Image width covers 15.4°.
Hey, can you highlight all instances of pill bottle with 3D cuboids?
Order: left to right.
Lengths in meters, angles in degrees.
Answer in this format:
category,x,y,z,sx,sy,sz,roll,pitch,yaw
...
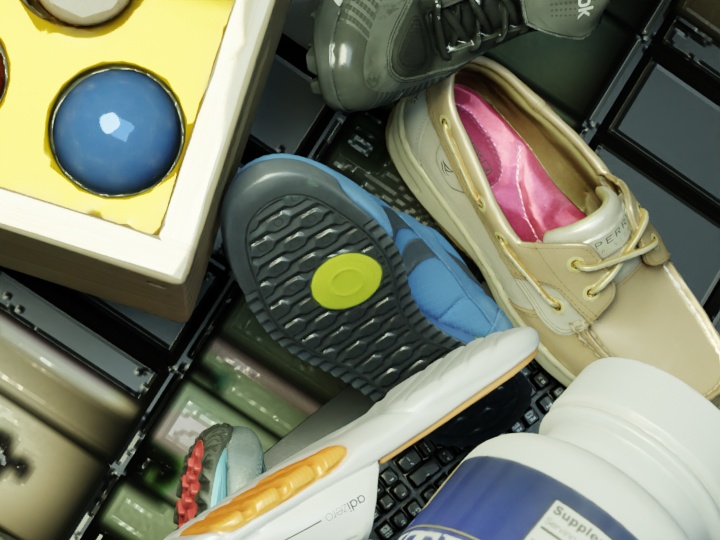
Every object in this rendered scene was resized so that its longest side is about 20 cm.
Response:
category,x,y,z,sx,sy,sz,roll,pitch,yaw
pill bottle,0.066,0.134,1.029,0.120,0.120,0.200,44,64,-5

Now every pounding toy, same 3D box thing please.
category,x,y,z,sx,sy,sz,roll,pitch,yaw
pounding toy,-0.125,-0.110,1.030,0.183,0.142,0.201,17,80,0

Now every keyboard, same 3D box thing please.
category,x,y,z,sx,sy,sz,roll,pitch,yaw
keyboard,0.051,0.074,1.181,0.200,0.040,0.104,-38,93,-13

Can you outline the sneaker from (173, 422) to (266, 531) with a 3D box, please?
category,x,y,z,sx,sy,sz,roll,pitch,yaw
sneaker,-0.023,0.158,1.140,0.095,0.079,0.201,-14,97,-13

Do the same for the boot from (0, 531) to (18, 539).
category,x,y,z,sx,sy,sz,roll,pitch,yaw
boot,-0.180,0.178,1.096,0.199,0.073,0.151,23,80,-1

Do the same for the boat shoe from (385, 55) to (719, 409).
category,x,y,z,sx,sy,sz,roll,pitch,yaw
boat shoe,0.092,-0.013,1.167,0.200,0.069,0.074,46,63,4

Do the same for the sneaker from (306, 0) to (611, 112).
category,x,y,z,sx,sy,sz,roll,pitch,yaw
sneaker,0.058,-0.123,1.133,0.200,0.090,0.067,-38,127,-44

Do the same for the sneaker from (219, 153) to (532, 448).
category,x,y,z,sx,sy,sz,roll,pitch,yaw
sneaker,0.000,0.000,1.110,0.066,0.079,0.200,-34,137,15

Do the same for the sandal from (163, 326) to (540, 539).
category,x,y,z,sx,sy,sz,roll,pitch,yaw
sandal,-0.004,0.095,1.058,0.206,0.079,0.059,-32,93,-10
